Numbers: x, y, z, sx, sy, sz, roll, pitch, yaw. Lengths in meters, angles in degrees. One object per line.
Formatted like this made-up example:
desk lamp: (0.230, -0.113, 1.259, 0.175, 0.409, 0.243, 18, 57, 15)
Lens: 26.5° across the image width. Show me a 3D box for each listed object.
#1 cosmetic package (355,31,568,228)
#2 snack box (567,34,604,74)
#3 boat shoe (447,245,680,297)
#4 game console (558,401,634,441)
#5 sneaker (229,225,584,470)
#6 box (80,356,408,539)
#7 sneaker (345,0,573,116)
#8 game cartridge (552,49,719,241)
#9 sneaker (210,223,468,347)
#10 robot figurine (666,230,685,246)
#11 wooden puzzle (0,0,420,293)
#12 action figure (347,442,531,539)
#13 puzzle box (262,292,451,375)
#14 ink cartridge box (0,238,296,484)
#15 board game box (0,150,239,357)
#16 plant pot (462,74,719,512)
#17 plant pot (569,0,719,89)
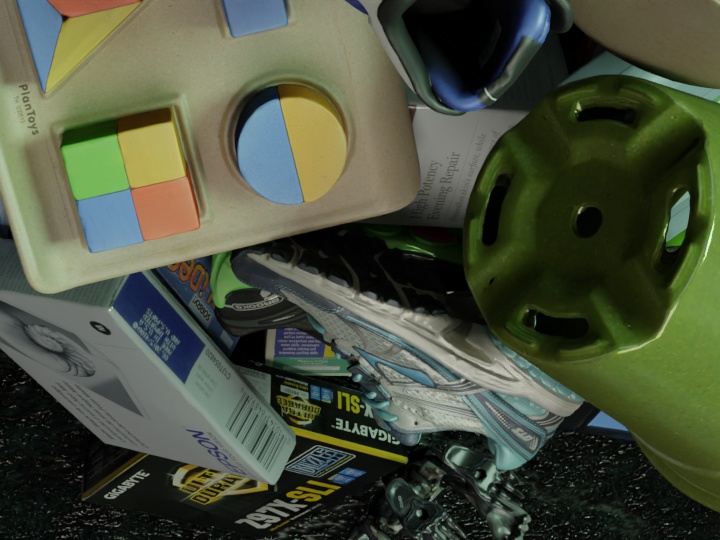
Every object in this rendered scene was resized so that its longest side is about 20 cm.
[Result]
cosmetic package: (0.002, -0.080, 0.808, 0.199, 0.074, 0.102, 1, 143, -10)
snack box: (0.143, -0.080, 0.862, 0.072, 0.024, 0.200, 4, 143, -11)
boat shoe: (0.133, 0.038, 0.849, 0.199, 0.074, 0.076, -13, 164, 14)
game console: (0.245, 0.115, 1.064, 0.199, 0.119, 0.173, 11, 141, -19)
sneaker: (0.019, 0.044, 0.781, 0.199, 0.078, 0.087, 25, 109, -9)
box: (-0.085, 0.130, 1.086, 0.159, 0.050, 0.200, 17, 147, -30)
sneaker: (0.029, -0.114, 0.610, 0.080, 0.115, 0.199, -38, 173, 15)
game cartridge: (0.160, -0.068, 0.800, 0.133, 0.041, 0.200, -32, 155, 2)
sneaker: (0.000, 0.000, 0.885, 0.199, 0.077, 0.084, -2, 131, -29)
robot figurine: (0.240, 0.025, 0.936, 0.199, 0.116, 0.176, -7, 142, -4)
wooden puzzle: (-0.078, -0.092, 0.703, 0.199, 0.046, 0.186, -15, 111, -6)
action figure: (0.054, 0.181, 1.103, 0.119, 0.102, 0.200, -37, 174, -13)
puzzle box: (0.036, 0.023, 0.992, 0.199, 0.026, 0.133, 0, 144, -7)
ink cartridge box: (-0.164, 0.049, 0.907, 0.199, 0.041, 0.200, 8, 150, 35)
board game box: (-0.158, -0.028, 0.844, 0.135, 0.035, 0.200, 11, 153, 30)
plant pot: (0.148, 0.000, 0.678, 0.200, 0.201, 0.190, -30, 148, 31)
plant pot: (0.147, -0.156, 0.637, 0.199, 0.201, 0.134, 9, 161, -19)
